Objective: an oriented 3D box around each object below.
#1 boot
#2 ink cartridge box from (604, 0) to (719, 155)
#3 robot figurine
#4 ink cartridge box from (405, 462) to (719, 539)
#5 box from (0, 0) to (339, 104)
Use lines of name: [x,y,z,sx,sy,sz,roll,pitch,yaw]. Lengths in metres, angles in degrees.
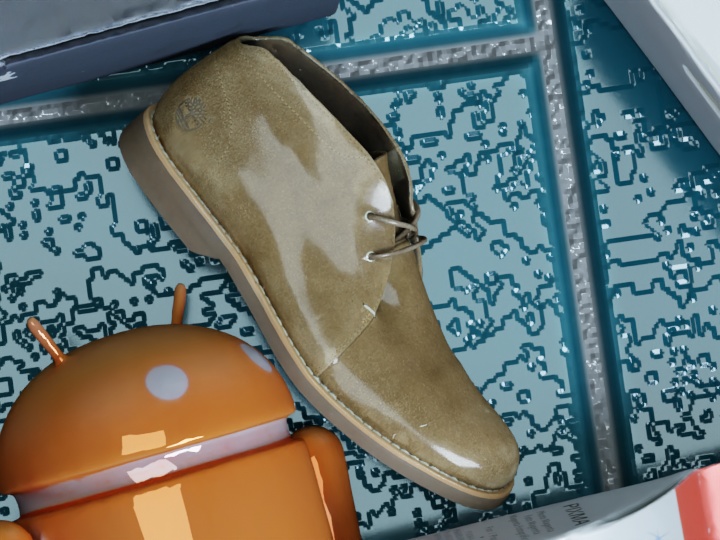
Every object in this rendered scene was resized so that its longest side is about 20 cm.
boot: [0.000,0.000,0.969,0.075,0.074,0.200,-41,88,20]
ink cartridge box: [0.208,-0.118,0.987,0.200,0.083,0.145,-37,88,-4]
robot figurine: [-0.067,0.107,0.946,0.143,0.117,0.201,-15,87,-4]
ink cartridge box: [0.110,0.159,0.963,0.199,0.057,0.164,-13,106,1]
box: [-0.101,-0.176,0.967,0.147,0.104,0.201,-14,88,-3]
